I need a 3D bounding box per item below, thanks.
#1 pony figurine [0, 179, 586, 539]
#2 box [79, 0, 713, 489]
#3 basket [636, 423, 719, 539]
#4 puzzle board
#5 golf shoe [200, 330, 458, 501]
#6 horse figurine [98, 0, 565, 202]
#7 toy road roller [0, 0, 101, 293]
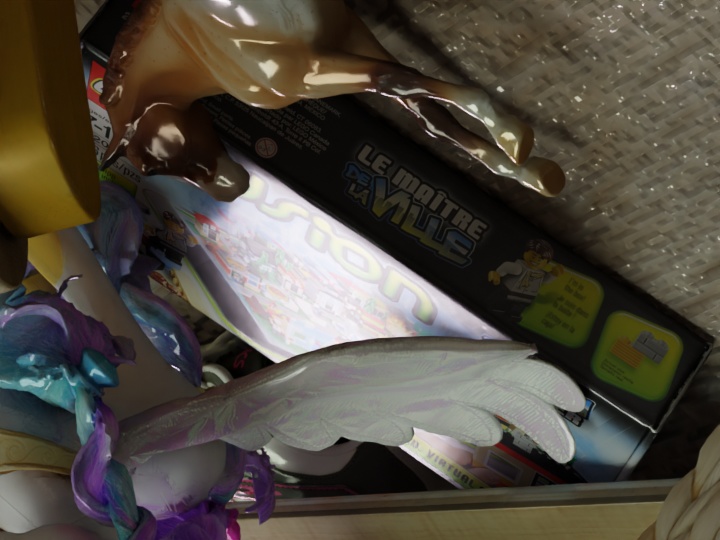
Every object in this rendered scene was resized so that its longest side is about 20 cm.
[{"bbox_3d":[-0.063,0.054,0.838,0.200,0.192,0.167,50,124,38],"label":"pony figurine"},{"bbox_3d":[0.000,0.000,0.893,0.199,0.035,0.110,34,154,6],"label":"box"},{"bbox_3d":[0.170,0.114,0.686,0.198,0.200,0.160,49,153,-24],"label":"basket"},{"bbox_3d":[0.064,0.119,0.920,0.199,0.017,0.151,-6,131,37],"label":"puzzle board"},{"bbox_3d":[-0.049,0.049,1.013,0.199,0.077,0.089,18,130,27],"label":"golf shoe"},{"bbox_3d":[-0.014,-0.081,0.759,0.132,0.050,0.201,22,149,20],"label":"horse figurine"},{"bbox_3d":[-0.129,-0.059,0.791,0.122,0.201,0.146,-14,151,7],"label":"toy road roller"}]
